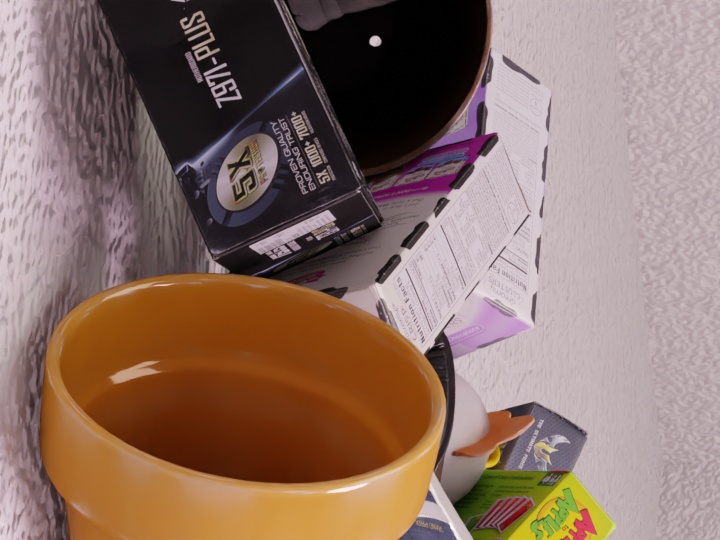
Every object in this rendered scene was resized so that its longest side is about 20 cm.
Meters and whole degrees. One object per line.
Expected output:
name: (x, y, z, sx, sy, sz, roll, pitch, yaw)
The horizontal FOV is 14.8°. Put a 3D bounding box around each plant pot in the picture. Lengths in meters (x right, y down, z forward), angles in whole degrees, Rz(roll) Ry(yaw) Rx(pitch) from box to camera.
plant pot: (-0.070, 0.129, 1.412, 0.200, 0.199, 0.184, -69, 171, -61)
plant pot: (-0.018, -0.154, 1.731, 0.200, 0.186, 0.188, -116, -156, -85)

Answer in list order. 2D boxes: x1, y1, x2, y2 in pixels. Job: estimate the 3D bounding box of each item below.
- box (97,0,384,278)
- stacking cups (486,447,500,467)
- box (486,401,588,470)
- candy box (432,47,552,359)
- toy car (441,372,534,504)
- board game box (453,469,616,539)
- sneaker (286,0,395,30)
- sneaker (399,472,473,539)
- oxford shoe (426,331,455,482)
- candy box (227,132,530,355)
box: (-0.063, -0.088, 1.471, 0.200, 0.086, 0.164, 46, 20, -85)
stacking cups: (0.019, 0.185, 1.863, 0.200, 0.060, 0.061, -58, -179, 23)
box: (0.068, 0.192, 1.892, 0.201, 0.051, 0.158, -64, -167, -17)
candy box: (0.047, -0.033, 1.965, 0.071, 0.167, 0.201, 30, 52, -35)
toy car: (0.013, 0.099, 1.727, 0.177, 0.199, 0.185, -51, 139, -72)
board game box: (0.065, 0.173, 1.702, 0.048, 0.102, 0.200, 50, -20, -13)
sneaker: (-0.015, -0.215, 1.540, 0.200, 0.090, 0.076, 64, 18, -58)
sneaker: (0.000, 0.128, 1.504, 0.200, 0.075, 0.085, 53, 30, -14)
oxford shoe: (0.015, 0.126, 1.625, 0.084, 0.072, 0.201, 40, 61, -79)
candy box: (0.000, 0.000, 1.606, 0.200, 0.136, 0.061, -49, 120, -53)
